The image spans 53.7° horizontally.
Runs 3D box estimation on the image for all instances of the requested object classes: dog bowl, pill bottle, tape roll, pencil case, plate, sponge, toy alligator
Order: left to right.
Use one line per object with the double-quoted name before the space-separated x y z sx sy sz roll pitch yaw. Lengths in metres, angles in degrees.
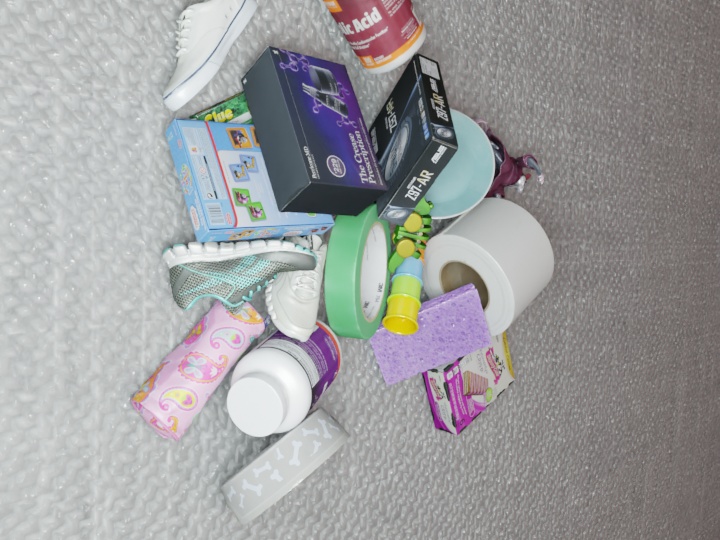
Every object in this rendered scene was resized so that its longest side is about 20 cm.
"pencil case" -0.206 0.121 0.926 0.201 0.086 0.088 -53 127 -27
"dog bowl" -0.106 0.264 0.978 0.199 0.200 0.059 -35 84 -36
"pill bottle" -0.102 0.143 0.960 0.200 0.110 0.115 -42 128 -68
"tape roll" 0.000 0.000 1.075 0.200 0.047 0.205 6 90 -73
"pill bottle" 0.006 -0.404 1.046 0.115 0.113 0.201 -56 128 -23
"toy alligator" 0.089 -0.087 1.103 0.053 0.059 0.204 11 109 -11
"sponge" 0.116 0.109 1.198 0.196 0.030 0.113 -22 114 1
"plate" 0.123 -0.176 1.173 0.026 0.197 0.203 90 24 -72
"tape roll" 0.219 -0.006 1.247 0.139 0.200 0.206 -38 120 -34

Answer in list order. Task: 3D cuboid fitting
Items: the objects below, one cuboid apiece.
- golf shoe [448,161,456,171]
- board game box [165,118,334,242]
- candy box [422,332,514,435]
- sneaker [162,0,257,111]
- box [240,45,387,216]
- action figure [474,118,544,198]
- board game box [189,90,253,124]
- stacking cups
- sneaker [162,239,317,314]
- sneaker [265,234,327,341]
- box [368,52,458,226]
"golf shoe" 0.122 -0.163 1.211 0.200 0.087 0.078 -46 126 -29
"board game box" -0.138 -0.117 0.919 0.197 0.036 0.154 -6 70 -42
"candy box" 0.210 0.198 1.361 0.199 0.060 0.139 -33 117 -38
"sneaker" -0.204 -0.290 0.893 0.071 0.072 0.203 40 59 -30
"box" -0.062 -0.181 0.944 0.139 0.079 0.204 -3 67 -41
"action figure" 0.265 -0.188 1.365 0.198 0.134 0.150 -7 57 -56
"board game box" -0.138 -0.203 0.993 0.199 0.023 0.107 -36 120 -36
"stacking cups" 0.082 0.006 1.179 0.061 0.060 0.203 45 45 -38
"sneaker" -0.151 0.009 0.913 0.195 0.078 0.094 -3 87 -7
"sneaker" -0.082 0.000 0.976 0.074 0.081 0.203 20 48 -29
"box" 0.072 -0.194 1.049 0.043 0.161 0.203 15 46 -22
